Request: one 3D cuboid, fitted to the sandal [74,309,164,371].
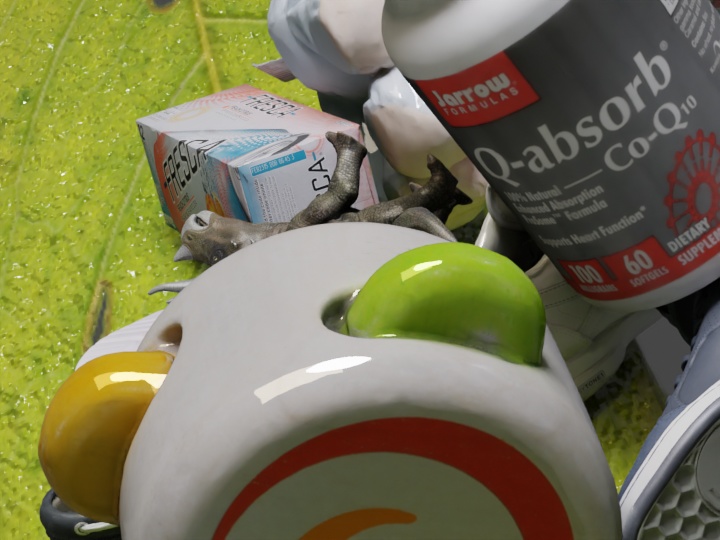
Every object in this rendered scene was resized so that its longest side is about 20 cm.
[{"bbox_3d":[-0.049,0.039,1.242,0.079,0.060,0.206,-1,16,36],"label":"sandal"}]

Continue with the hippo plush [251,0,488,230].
[{"bbox_3d":[0.048,-0.122,1.311,0.160,0.160,0.200,-33,24,-12],"label":"hippo plush"}]

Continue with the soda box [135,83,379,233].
[{"bbox_3d":[-0.053,-0.047,1.322,0.068,0.064,0.200,-20,15,-15],"label":"soda box"}]

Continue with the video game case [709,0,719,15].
[{"bbox_3d":[0.250,-0.103,1.102,0.199,0.182,0.023,-15,50,18],"label":"video game case"}]

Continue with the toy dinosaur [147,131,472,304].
[{"bbox_3d":[0.000,0.000,1.111,0.200,0.077,0.103,20,78,58],"label":"toy dinosaur"}]

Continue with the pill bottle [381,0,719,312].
[{"bbox_3d":[0.080,-0.090,1.042,0.116,0.200,0.116,-33,24,17],"label":"pill bottle"}]

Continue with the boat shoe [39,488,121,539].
[{"bbox_3d":[-0.045,0.082,1.157,0.199,0.061,0.076,-31,29,-8],"label":"boat shoe"}]

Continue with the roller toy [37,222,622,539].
[{"bbox_3d":[-0.003,0.082,0.995,0.199,0.183,0.140,-28,29,6],"label":"roller toy"}]

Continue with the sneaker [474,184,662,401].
[{"bbox_3d":[0.112,-0.021,1.159,0.075,0.100,0.200,8,42,49],"label":"sneaker"}]

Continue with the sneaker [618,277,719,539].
[{"bbox_3d":[0.144,0.044,1.060,0.202,0.077,0.146,-46,25,-18],"label":"sneaker"}]
